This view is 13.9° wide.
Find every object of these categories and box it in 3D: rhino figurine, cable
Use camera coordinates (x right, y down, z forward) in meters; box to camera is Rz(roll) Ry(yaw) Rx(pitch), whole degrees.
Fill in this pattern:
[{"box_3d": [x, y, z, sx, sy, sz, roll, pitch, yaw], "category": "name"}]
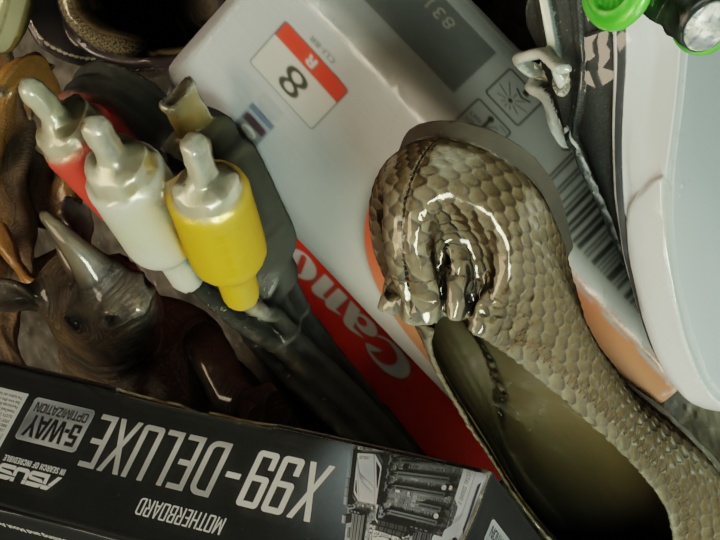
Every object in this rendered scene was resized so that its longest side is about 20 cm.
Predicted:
[{"box_3d": [-0.064, 0.042, 0.964, 0.087, 0.060, 0.200, 35, 165, 39], "category": "rhino figurine"}, {"box_3d": [-0.041, 0.012, 0.865, 0.097, 0.050, 0.200, 24, 150, 40], "category": "cable"}]

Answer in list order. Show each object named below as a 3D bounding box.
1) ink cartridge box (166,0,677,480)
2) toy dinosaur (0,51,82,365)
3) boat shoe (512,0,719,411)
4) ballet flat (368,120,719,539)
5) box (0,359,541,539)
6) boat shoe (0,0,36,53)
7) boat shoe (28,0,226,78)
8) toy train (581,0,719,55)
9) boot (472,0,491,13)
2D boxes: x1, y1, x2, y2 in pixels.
[{"box_3d": [0.000, 0.000, 0.870, 0.162, 0.050, 0.200, 46, 142, -1], "category": "ink cartridge box"}, {"box_3d": [-0.125, -0.040, 1.028, 0.106, 0.060, 0.200, -37, 48, 45], "category": "toy dinosaur"}, {"box_3d": [0.073, -0.062, 0.755, 0.068, 0.074, 0.199, -2, 103, 52], "category": "boat shoe"}, {"box_3d": [0.051, 0.041, 0.772, 0.067, 0.046, 0.200, 4, 142, 31], "category": "ballet flat"}, {"box_3d": [-0.026, 0.097, 0.877, 0.200, 0.050, 0.158, 11, 153, 32], "category": "box"}, {"box_3d": [-0.158, -0.127, 1.029, 0.201, 0.066, 0.072, -130, 53, -62], "category": "boat shoe"}, {"box_3d": [-0.071, -0.098, 0.962, 0.200, 0.065, 0.072, 2, 110, 57], "category": "boat shoe"}, {"box_3d": [0.040, -0.122, 0.708, 0.056, 0.042, 0.200, -59, 43, 24], "category": "toy train"}, {"box_3d": [0.006, -0.148, 0.844, 0.075, 0.074, 0.200, -102, 9, -57], "category": "boot"}]
